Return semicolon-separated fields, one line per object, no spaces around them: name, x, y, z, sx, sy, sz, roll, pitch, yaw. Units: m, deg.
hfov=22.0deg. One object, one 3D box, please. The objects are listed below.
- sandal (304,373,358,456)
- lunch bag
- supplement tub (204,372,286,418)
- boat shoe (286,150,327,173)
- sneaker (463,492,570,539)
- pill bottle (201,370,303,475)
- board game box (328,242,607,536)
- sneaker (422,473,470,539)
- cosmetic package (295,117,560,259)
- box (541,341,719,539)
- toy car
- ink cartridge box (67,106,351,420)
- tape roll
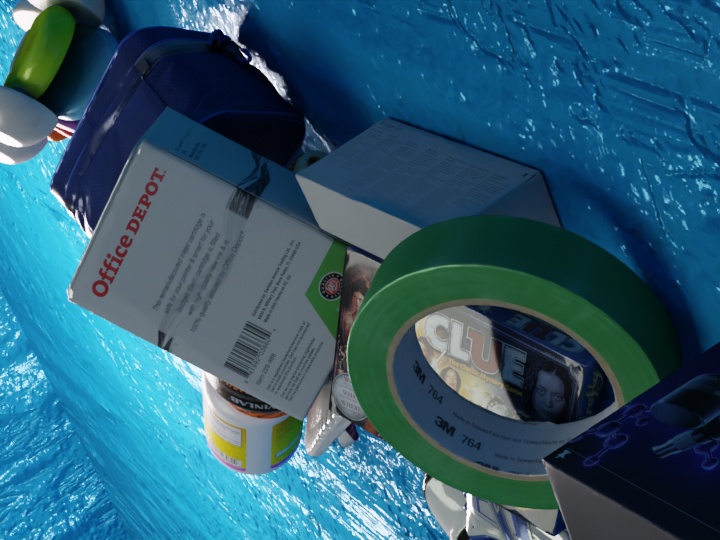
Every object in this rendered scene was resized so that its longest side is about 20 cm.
sandal;-0.011;0.127;1.685;0.049;0.083;0.203;16;163;-9
lunch bag;-0.148;-0.101;1.468;0.132;0.135;0.201;46;116;30
supplement tub;-0.083;0.048;1.637;0.123;0.122;0.200;51;161;22
boat shoe;0.000;0.000;1.428;0.201;0.071;0.063;62;160;2
sneaker;0.096;0.152;1.336;0.075;0.088;0.200;21;-155;-48
pill bottle;-0.106;0.124;1.856;0.104;0.104;0.200;52;161;19
board game box;0.069;0.074;1.252;0.199;0.035;0.136;26;125;32
sneaker;0.114;0.229;1.447;0.200;0.080;0.074;47;128;21
cosmetic package;0.041;-0.044;1.216;0.200;0.082;0.051;28;148;59
box;0.208;0.120;0.938;0.200;0.141;0.079;25;144;59
toy car;-0.282;-0.182;1.781;0.149;0.176;0.200;25;166;-11
ink cartridge box;-0.093;-0.006;1.358;0.199;0.147;0.084;28;-156;-5
tape roll;0.092;0.059;1.120;0.199;0.048;0.201;12;135;13
